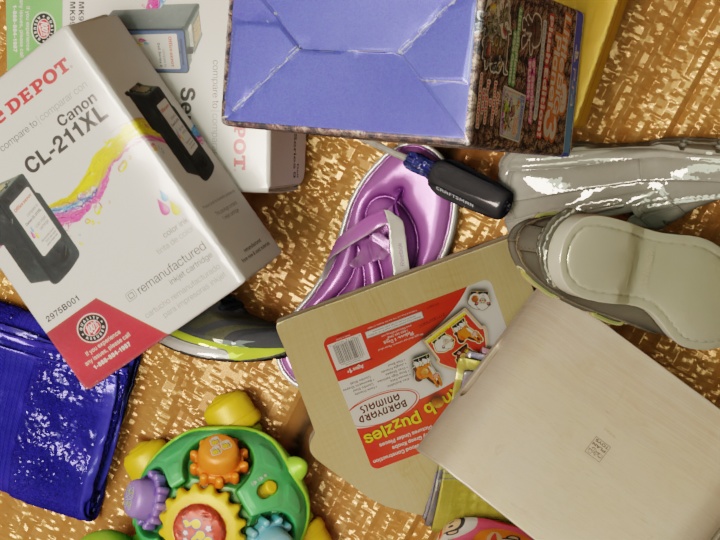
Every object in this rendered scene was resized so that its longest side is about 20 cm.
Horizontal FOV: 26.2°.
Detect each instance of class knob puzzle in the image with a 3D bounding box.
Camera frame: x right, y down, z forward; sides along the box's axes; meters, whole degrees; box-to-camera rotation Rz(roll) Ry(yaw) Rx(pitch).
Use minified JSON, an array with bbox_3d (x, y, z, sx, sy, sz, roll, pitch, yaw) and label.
[{"bbox_3d":[0.056,0.090,1.110,0.220,0.030,0.220,-2,108,-6],"label":"knob puzzle"}]

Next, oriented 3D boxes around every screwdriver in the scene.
[{"bbox_3d":[0.018,-0.085,1.087,0.200,0.029,0.028,27,87,19],"label":"screwdriver"}]

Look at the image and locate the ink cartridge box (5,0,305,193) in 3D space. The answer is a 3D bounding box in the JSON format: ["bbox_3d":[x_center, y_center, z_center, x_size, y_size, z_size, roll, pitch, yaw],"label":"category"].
[{"bbox_3d":[-0.143,-0.130,1.099,0.200,0.088,0.145,3,97,13],"label":"ink cartridge box"}]

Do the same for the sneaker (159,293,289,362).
[{"bbox_3d":[-0.132,0.011,1.120,0.200,0.074,0.081,21,94,14],"label":"sneaker"}]

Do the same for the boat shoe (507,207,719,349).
[{"bbox_3d":[0.182,0.003,1.029,0.060,0.202,0.072,14,87,51],"label":"boat shoe"}]

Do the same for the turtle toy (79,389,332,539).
[{"bbox_3d":[-0.124,0.189,1.130,0.200,0.101,0.146,-31,90,13],"label":"turtle toy"}]

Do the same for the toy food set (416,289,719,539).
[{"bbox_3d":[0.157,0.124,1.040,0.200,0.060,0.144,37,83,12],"label":"toy food set"}]

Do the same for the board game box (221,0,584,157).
[{"bbox_3d":[0.032,-0.127,0.959,0.159,0.200,0.097,7,95,24],"label":"board game box"}]

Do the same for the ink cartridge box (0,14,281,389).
[{"bbox_3d":[-0.174,-0.047,1.030,0.146,0.083,0.200,-34,93,21],"label":"ink cartridge box"}]

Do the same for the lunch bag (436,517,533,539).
[{"bbox_3d":[0.092,0.276,1.098,0.176,0.082,0.200,14,112,7],"label":"lunch bag"}]

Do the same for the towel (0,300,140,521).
[{"bbox_3d":[-0.277,0.098,1.176,0.200,0.050,0.148,17,99,8],"label":"towel"}]

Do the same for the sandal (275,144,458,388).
[{"bbox_3d":[0.007,0.004,1.109,0.082,0.050,0.203,30,101,6],"label":"sandal"}]

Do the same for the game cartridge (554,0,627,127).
[{"bbox_3d":[0.082,-0.196,1.058,0.200,0.032,0.176,22,101,23],"label":"game cartridge"}]

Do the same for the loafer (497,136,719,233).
[{"bbox_3d":[0.194,-0.054,1.061,0.200,0.070,0.070,0,102,19],"label":"loafer"}]

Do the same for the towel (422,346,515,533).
[{"bbox_3d":[0.150,0.142,1.095,0.200,0.023,0.144,14,105,0],"label":"towel"}]
